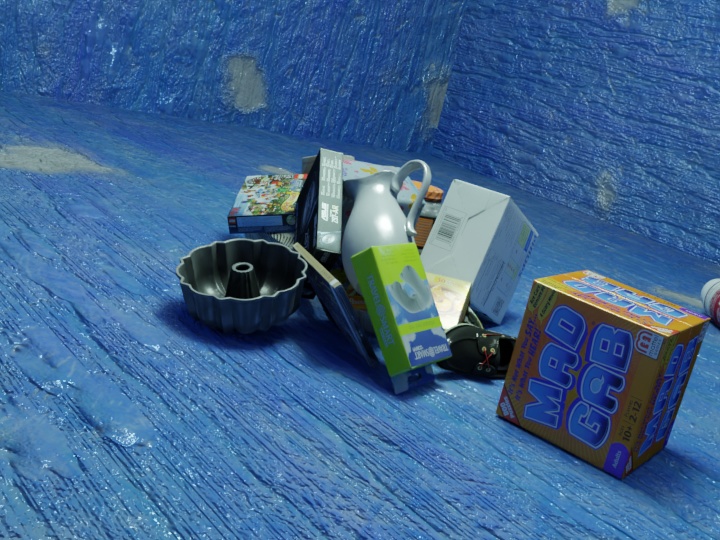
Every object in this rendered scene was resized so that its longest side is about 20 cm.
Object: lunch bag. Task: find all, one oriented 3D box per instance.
[{"bbox_3d":[0.007,-0.136,1.634,0.166,0.129,0.201,8,30,-23],"label":"lunch bag"}]

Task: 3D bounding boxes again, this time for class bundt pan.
[{"bbox_3d":[-0.177,0.028,1.319,0.196,0.077,0.203,3,28,-1],"label":"bundt pan"}]

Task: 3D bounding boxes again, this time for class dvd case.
[{"bbox_3d":[-0.040,0.050,1.341,0.016,0.151,0.200,-30,27,-11],"label":"dvd case"}]

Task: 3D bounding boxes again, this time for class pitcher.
[{"bbox_3d":[0.046,-0.071,1.406,0.170,0.204,0.120,-26,-38,33],"label":"pitcher"}]

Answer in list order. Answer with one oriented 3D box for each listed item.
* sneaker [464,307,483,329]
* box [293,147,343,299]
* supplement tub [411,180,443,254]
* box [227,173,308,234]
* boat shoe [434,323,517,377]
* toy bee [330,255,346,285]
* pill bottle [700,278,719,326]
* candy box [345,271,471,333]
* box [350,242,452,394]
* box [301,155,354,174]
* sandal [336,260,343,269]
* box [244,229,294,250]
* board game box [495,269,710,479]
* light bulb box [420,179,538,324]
[{"bbox_3d":[0.166,0.087,1.535,0.088,0.078,0.200,25,10,-38],"label":"sneaker"},{"bbox_3d":[-0.074,-0.078,1.499,0.042,0.161,0.204,10,59,-16],"label":"box"},{"bbox_3d":[0.100,-0.075,1.789,0.120,0.205,0.123,13,13,-3],"label":"supplement tub"},{"bbox_3d":[-0.172,-0.132,1.698,0.133,0.039,0.201,-3,27,6],"label":"box"},{"bbox_3d":[0.192,0.128,1.374,0.198,0.076,0.062,8,7,-41],"label":"boat shoe"},{"bbox_3d":[0.000,0.000,1.637,0.128,0.110,0.202,-22,36,12],"label":"toy bee"},{"bbox_3d":[0.913,0.087,2.159,0.110,0.116,0.200,14,14,-1],"label":"pill bottle"},{"bbox_3d":[0.075,0.055,1.443,0.195,0.056,0.116,12,45,16],"label":"candy box"},{"bbox_3d":[0.064,0.065,1.267,0.047,0.204,0.121,-24,-10,34],"label":"box"},{"bbox_3d":[-0.067,-0.133,1.809,0.077,0.206,0.094,1,-2,-41],"label":"box"},{"bbox_3d":[0.033,0.008,1.709,0.199,0.083,0.050,14,55,25],"label":"sandal"},{"bbox_3d":[-0.148,-0.048,1.663,0.067,0.084,0.199,-21,30,-27],"label":"box"},{"bbox_3d":[0.342,0.135,1.238,0.197,0.205,0.198,24,18,33],"label":"board game box"},{"bbox_3d":[0.219,-0.031,1.642,0.123,0.202,0.199,22,-6,31],"label":"light bulb box"}]
